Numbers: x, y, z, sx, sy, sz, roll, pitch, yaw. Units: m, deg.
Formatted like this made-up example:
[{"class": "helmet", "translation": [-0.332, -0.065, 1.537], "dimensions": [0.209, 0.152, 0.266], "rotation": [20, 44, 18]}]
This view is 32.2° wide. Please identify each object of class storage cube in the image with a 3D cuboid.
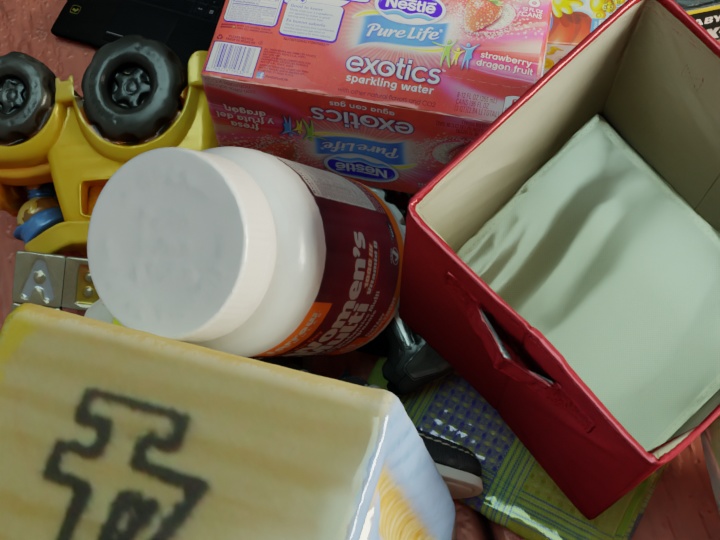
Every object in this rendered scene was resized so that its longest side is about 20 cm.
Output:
[{"class": "storage cube", "translation": [0.139, 0.000, 0.661], "dimensions": [0.200, 0.180, 0.171], "rotation": [-41, 76, -13]}]

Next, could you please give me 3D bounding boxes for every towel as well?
[{"class": "towel", "translation": [0.102, 0.089, 0.789], "dimensions": [0.198, 0.023, 0.145], "rotation": [24, 73, 21]}]

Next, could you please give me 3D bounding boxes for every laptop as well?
[{"class": "laptop", "translation": [-0.137, -0.268, 0.954], "dimensions": [0.175, 0.104, 0.202], "rotation": [18, 70, 18]}]

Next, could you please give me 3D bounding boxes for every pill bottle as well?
[{"class": "pill bottle", "translation": [-0.055, -0.008, 0.678], "dimensions": [0.108, 0.200, 0.111], "rotation": [-1, 87, 22]}]

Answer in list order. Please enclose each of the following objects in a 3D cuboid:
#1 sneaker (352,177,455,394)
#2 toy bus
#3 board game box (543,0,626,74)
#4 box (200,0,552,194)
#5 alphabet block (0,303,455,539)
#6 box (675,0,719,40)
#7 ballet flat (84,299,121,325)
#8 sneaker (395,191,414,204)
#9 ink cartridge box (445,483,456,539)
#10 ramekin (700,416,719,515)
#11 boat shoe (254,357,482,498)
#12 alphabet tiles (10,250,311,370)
[{"class": "sneaker", "translation": [0.000, 0.000, 0.806], "dimensions": [0.090, 0.067, 0.201], "rotation": [-35, 59, -6]}, {"class": "toy bus", "translation": [-0.173, -0.045, 0.855], "dimensions": [0.197, 0.136, 0.195], "rotation": [-4, 81, 9]}, {"class": "board game box", "translation": [0.089, -0.173, 0.867], "dimensions": [0.197, 0.105, 0.104], "rotation": [6, 66, 12]}, {"class": "box", "translation": [0.012, -0.118, 0.774], "dimensions": [0.197, 0.095, 0.104], "rotation": [9, 63, 8]}, {"class": "alphabet block", "translation": [-0.083, 0.156, 0.604], "dimensions": [0.197, 0.196, 0.199], "rotation": [11, 66, 19]}, {"class": "box", "translation": [0.270, -0.267, 0.910], "dimensions": [0.157, 0.049, 0.203], "rotation": [-9, 64, 4]}, {"class": "ballet flat", "translation": [-0.144, 0.057, 0.766], "dimensions": [0.066, 0.067, 0.203], "rotation": [15, 95, 19]}, {"class": "sneaker", "translation": [0.054, -0.064, 0.841], "dimensions": [0.197, 0.074, 0.088], "rotation": [13, 69, 16]}, {"class": "ink cartridge box", "translation": [-0.018, 0.226, 0.712], "dimensions": [0.142, 0.085, 0.203], "rotation": [-2, 65, 10]}, {"class": "ramekin", "translation": [0.246, 0.150, 0.641], "dimensions": [0.096, 0.200, 0.203], "rotation": [-17, 63, 10]}, {"class": "boat shoe", "translation": [-0.018, 0.088, 0.749], "dimensions": [0.197, 0.074, 0.061], "rotation": [14, 63, 2]}, {"class": "alphabet tiles", "translation": [-0.131, 0.081, 0.798], "dimensions": [0.197, 0.008, 0.170], "rotation": [6, 93, 4]}]
